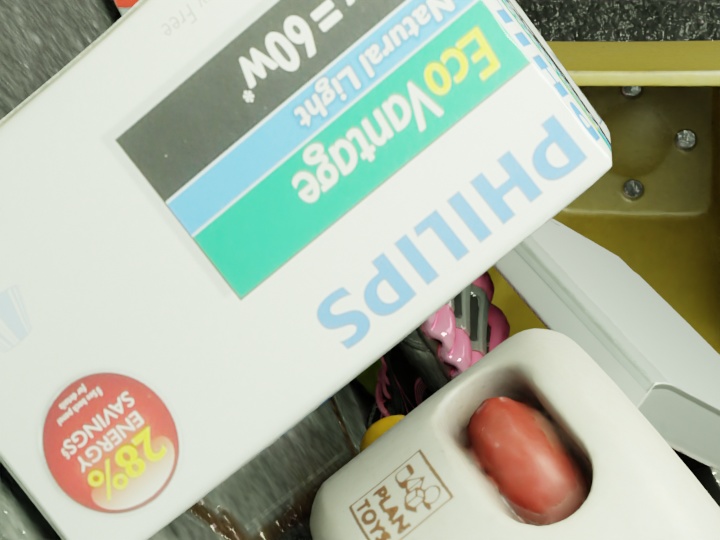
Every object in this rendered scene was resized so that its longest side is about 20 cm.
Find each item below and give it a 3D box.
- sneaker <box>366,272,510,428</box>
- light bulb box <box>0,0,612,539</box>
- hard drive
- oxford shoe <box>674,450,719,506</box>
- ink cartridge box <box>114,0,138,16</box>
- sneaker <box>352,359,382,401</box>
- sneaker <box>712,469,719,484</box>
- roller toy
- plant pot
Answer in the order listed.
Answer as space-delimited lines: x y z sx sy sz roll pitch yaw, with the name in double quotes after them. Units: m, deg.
0.035 0.056 0.870 0.200 0.095 0.079 57 31 -30 "sneaker"
-0.028 -0.028 0.582 0.125 0.198 0.200 51 10 0 "light bulb box"
0.127 0.030 0.834 0.132 0.026 0.200 27 15 -34 "hard drive"
0.165 0.119 0.942 0.085 0.072 0.200 -93 168 -58 "oxford shoe"
-0.052 -0.127 1.001 0.162 0.050 0.200 9 46 -40 "ink cartridge box"
0.000 0.000 0.920 0.200 0.081 0.074 43 15 -44 "sneaker"
0.264 0.149 1.238 0.075 0.201 0.115 16 -9 -12 "sneaker"
0.071 0.127 0.672 0.200 0.140 0.182 53 0 10 "roller toy"
0.159 -0.057 1.098 0.200 0.193 0.196 -56 145 -63 "plant pot"
